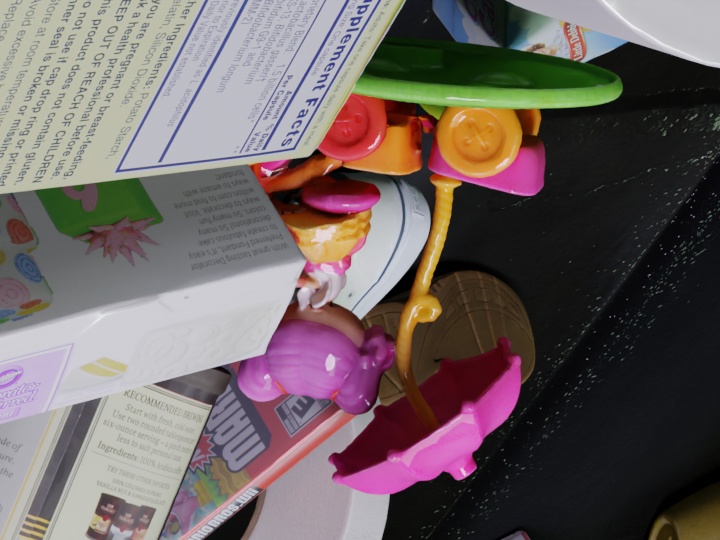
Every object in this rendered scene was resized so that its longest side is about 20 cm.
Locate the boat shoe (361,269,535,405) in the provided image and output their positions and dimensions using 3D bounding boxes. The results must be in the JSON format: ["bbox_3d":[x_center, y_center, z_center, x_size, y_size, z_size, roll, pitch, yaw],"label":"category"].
[{"bbox_3d":[0.021,0.045,1.350,0.072,0.072,0.200,-15,179,37],"label":"boat shoe"}]

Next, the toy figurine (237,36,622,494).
[{"bbox_3d":[0.000,0.000,1.032,0.150,0.199,0.185,-42,139,-74],"label":"toy figurine"}]

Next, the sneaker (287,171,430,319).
[{"bbox_3d":[-0.049,0.025,1.234,0.071,0.073,0.200,13,119,-44],"label":"sneaker"}]

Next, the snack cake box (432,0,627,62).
[{"bbox_3d":[0.094,-0.173,1.054,0.115,0.067,0.200,-28,152,-13],"label":"snack cake box"}]

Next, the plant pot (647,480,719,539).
[{"bbox_3d":[0.290,0.231,1.828,0.141,0.201,0.200,2,144,-9],"label":"plant pot"}]

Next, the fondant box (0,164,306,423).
[{"bbox_3d":[-0.130,-0.047,0.870,0.144,0.200,0.058,-14,147,-32],"label":"fondant box"}]

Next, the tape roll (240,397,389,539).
[{"bbox_3d":[-0.079,0.098,1.163,0.203,0.203,0.037,-42,152,16],"label":"tape roll"}]

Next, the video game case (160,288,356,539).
[{"bbox_3d":[-0.107,0.068,1.145,0.200,0.143,0.017,-40,149,12],"label":"video game case"}]

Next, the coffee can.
[{"bbox_3d":[-0.160,0.108,1.060,0.146,0.146,0.201,27,85,-60],"label":"coffee can"}]

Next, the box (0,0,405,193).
[{"bbox_3d":[-0.113,-0.122,0.790,0.199,0.176,0.097,-8,144,-39],"label":"box"}]

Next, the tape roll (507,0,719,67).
[{"bbox_3d":[0.120,-0.180,0.889,0.202,0.139,0.204,-5,104,-19],"label":"tape roll"}]

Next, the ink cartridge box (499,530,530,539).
[{"bbox_3d":[0.111,0.299,1.761,0.083,0.145,0.200,-26,153,-17],"label":"ink cartridge box"}]
